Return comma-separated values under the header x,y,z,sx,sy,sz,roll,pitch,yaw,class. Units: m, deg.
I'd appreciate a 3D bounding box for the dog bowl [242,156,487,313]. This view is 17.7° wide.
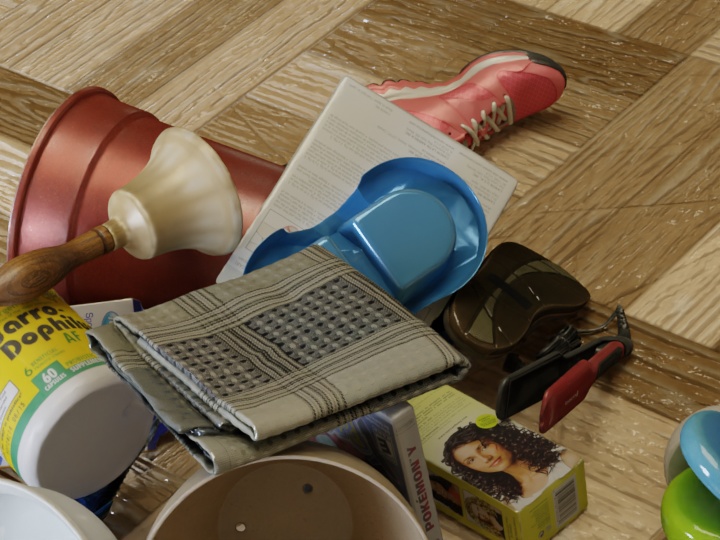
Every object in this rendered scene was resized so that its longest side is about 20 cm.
x,y,z,sx,sy,sz,roll,pitch,yaw,class
0.000,0.000,1.720,0.200,0.050,0.112,-34,82,-17,dog bowl

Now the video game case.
x,y,z,sx,sy,sz,roll,pitch,yaw,class
-0.018,0.123,1.626,0.023,0.183,0.200,-34,42,-24,video game case

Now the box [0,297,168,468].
x,y,z,sx,sy,sz,roll,pitch,yaw,class
-0.240,0.089,1.787,0.199,0.120,0.041,-7,-5,7,box

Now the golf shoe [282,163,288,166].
x,y,z,sx,sy,sz,roll,pitch,yaw,class
-0.015,-0.064,1.961,0.199,0.078,0.095,3,38,15,golf shoe

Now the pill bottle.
x,y,z,sx,sy,sz,roll,pitch,yaw,class
-0.249,0.067,1.691,0.113,0.113,0.200,-31,51,-25,pill bottle

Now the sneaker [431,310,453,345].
x,y,z,sx,sy,sz,roll,pitch,yaw,class
0.012,0.044,1.809,0.200,0.078,0.070,-32,42,-26,sneaker

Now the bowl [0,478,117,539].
x,y,z,sx,sy,sz,roll,pitch,yaw,class
-0.215,0.230,1.562,0.200,0.202,0.090,15,15,30,bowl

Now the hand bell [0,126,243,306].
x,y,z,sx,sy,sz,roll,pitch,yaw,class
-0.193,-0.020,1.682,0.200,0.105,0.104,-29,40,-34,hand bell

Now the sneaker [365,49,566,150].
x,y,z,sx,sy,sz,roll,pitch,yaw,class
0.089,-0.129,2.041,0.199,0.074,0.087,-14,50,2,sneaker

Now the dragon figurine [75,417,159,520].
x,y,z,sx,sy,sz,roll,pitch,yaw,class
-0.209,0.190,1.690,0.199,0.059,0.099,-28,40,-21,dragon figurine

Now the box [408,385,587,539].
x,y,z,sx,sy,sz,roll,pitch,yaw,class
0.069,0.134,1.702,0.200,0.050,0.075,25,49,39,box

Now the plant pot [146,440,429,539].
x,y,z,sx,sy,sz,roll,pitch,yaw,class
-0.050,0.195,1.555,0.199,0.201,0.135,-11,17,0,plant pot

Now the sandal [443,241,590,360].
x,y,z,sx,sy,sz,roll,pitch,yaw,class
0.113,0.033,1.789,0.082,0.055,0.200,40,30,7,sandal

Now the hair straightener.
x,y,z,sx,sy,sz,roll,pitch,yaw,class
0.147,0.064,1.747,0.077,0.041,0.200,15,28,24,hair straightener

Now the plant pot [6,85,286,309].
x,y,z,sx,sy,sz,roll,pitch,yaw,class
-0.150,-0.029,1.867,0.194,0.201,0.201,15,43,19,plant pot

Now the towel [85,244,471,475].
x,y,z,sx,sy,sz,roll,pitch,yaw,class
-0.060,0.050,1.541,0.199,0.035,0.192,-21,36,-25,towel

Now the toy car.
x,y,z,sx,sy,sz,roll,pitch,yaw,class
0.298,0.130,1.565,0.199,0.151,0.175,-12,37,-1,toy car

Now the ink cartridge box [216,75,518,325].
x,y,z,sx,sy,sz,roll,pitch,yaw,class
0.004,-0.027,1.778,0.162,0.057,0.200,31,76,1,ink cartridge box
